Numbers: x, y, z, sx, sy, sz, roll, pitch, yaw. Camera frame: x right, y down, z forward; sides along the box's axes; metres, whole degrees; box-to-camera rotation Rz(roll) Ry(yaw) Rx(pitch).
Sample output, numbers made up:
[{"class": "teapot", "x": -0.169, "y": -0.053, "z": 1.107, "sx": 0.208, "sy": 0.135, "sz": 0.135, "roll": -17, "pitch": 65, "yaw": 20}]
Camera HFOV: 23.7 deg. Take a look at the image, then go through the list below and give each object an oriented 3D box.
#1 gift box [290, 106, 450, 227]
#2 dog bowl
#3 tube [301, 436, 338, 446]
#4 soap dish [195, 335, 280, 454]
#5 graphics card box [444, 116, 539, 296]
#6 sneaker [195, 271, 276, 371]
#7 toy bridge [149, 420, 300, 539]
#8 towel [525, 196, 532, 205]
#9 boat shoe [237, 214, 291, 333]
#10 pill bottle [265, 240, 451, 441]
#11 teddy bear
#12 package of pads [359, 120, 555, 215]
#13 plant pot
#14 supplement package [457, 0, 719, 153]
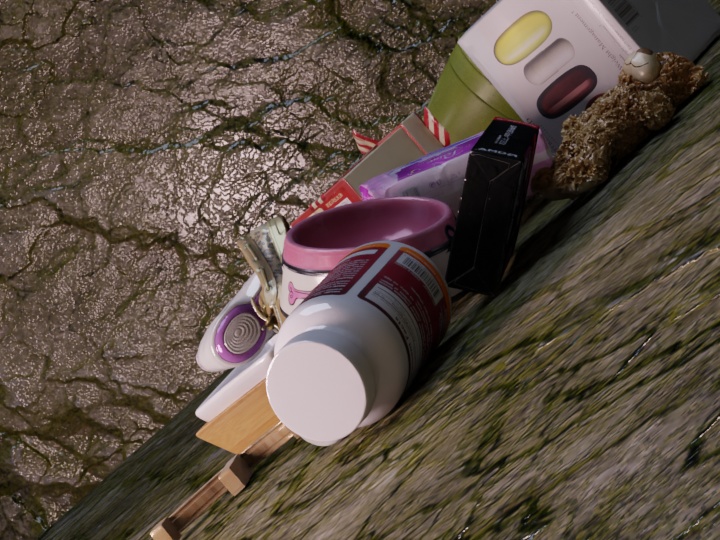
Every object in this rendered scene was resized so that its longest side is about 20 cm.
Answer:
[{"class": "gift box", "x": 0.041, "y": -0.093, "z": 2.229, "sx": 0.187, "sy": 0.200, "sz": 0.184, "roll": -42, "pitch": 8, "yaw": -37}, {"class": "dog bowl", "x": 0.013, "y": -0.013, "z": 1.664, "sx": 0.199, "sy": 0.074, "sz": 0.200, "roll": -9, "pitch": 17, "yaw": 3}, {"class": "tube", "x": 0.000, "y": 0.090, "z": 1.535, "sx": 0.077, "sy": 0.051, "sz": 0.200, "roll": 4, "pitch": 23, "yaw": 21}, {"class": "soap dish", "x": -0.080, "y": 0.112, "z": 1.908, "sx": 0.157, "sy": 0.081, "sz": 0.200, "roll": -39, "pitch": 4, "yaw": 35}, {"class": "graphics card box", "x": 0.121, "y": -0.062, "z": 1.558, "sx": 0.200, "sy": 0.051, "sz": 0.126, "roll": -48, "pitch": -30, "yaw": -73}, {"class": "sneaker", "x": -0.112, "y": 0.037, "z": 1.891, "sx": 0.200, "sy": 0.075, "sz": 0.100, "roll": -44, "pitch": 6, "yaw": -32}, {"class": "toy bridge", "x": -0.124, "y": 0.202, "z": 1.710, "sx": 0.200, "sy": 0.027, "sz": 0.067, "roll": -41, "pitch": 2, "yaw": 8}, {"class": "towel", "x": 0.124, "y": -0.063, "z": 1.908, "sx": 0.143, "sy": 0.023, "sz": 0.200, "roll": -18, "pitch": 10, "yaw": 18}, {"class": "boat shoe", "x": -0.085, "y": 0.024, "z": 1.791, "sx": 0.062, "sy": 0.074, "sz": 0.200, "roll": -21, "pitch": 38, "yaw": 4}, {"class": "pill bottle", "x": -0.003, "y": 0.059, "z": 1.404, "sx": 0.113, "sy": 0.113, "sz": 0.200, "roll": -40, "pitch": 3, "yaw": 28}, {"class": "teddy bear", "x": 0.235, "y": -0.139, "z": 1.608, "sx": 0.200, "sy": 0.067, "sz": 0.145, "roll": -43, "pitch": 5, "yaw": 1}, {"class": "package of pads", "x": 0.104, "y": -0.093, "z": 1.825, "sx": 0.199, "sy": 0.076, "sz": 0.121, "roll": -22, "pitch": 8, "yaw": -4}, {"class": "plant pot", "x": 0.191, "y": -0.256, "z": 2.845, "sx": 0.193, "sy": 0.200, "sz": 0.200, "roll": -53, "pitch": -2, "yaw": 25}, {"class": "supplement package", "x": 0.256, "y": -0.265, "z": 1.920, "sx": 0.147, "sy": 0.191, "sz": 0.200, "roll": -43, "pitch": 3, "yaw": -39}]
